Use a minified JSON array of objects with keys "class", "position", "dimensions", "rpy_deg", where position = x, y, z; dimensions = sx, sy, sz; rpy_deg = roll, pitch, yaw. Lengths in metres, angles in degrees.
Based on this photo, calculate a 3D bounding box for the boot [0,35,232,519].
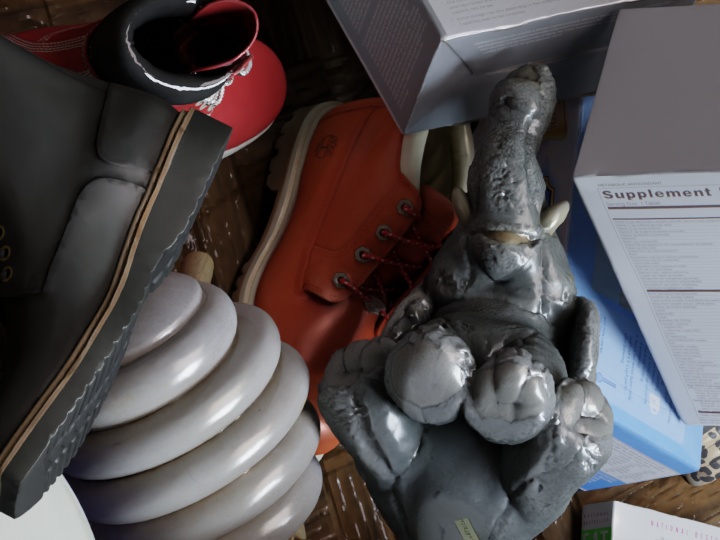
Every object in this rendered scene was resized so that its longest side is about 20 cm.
[{"class":"boot","position":[-0.154,-0.006,1.215],"dimensions":[0.138,0.078,0.201],"rpy_deg":[26,54,-1]}]

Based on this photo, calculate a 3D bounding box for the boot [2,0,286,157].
[{"class":"boot","position":[-0.072,-0.093,1.353],"dimensions":[0.199,0.144,0.073],"rpy_deg":[-6,83,-51]}]

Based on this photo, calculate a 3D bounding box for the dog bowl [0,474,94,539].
[{"class":"dog bowl","position":[-0.197,0.149,1.190],"dimensions":[0.200,0.079,0.201],"rpy_deg":[16,68,-46]}]

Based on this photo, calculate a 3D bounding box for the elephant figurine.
[{"class":"elephant figurine","position":[0.064,0.032,1.369],"dimensions":[0.141,0.155,0.200],"rpy_deg":[41,32,-17]}]

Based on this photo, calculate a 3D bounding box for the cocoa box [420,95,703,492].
[{"class":"cocoa box","position":[0.101,0.003,1.538],"dimensions":[0.133,0.131,0.201],"rpy_deg":[30,59,-41]}]

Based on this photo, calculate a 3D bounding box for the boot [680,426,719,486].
[{"class":"boot","position":[0.202,0.012,1.698],"dimensions":[0.151,0.073,0.200],"rpy_deg":[56,48,-22]}]

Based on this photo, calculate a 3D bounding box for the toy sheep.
[{"class":"toy sheep","position":[-0.083,0.065,1.312],"dimensions":[0.201,0.137,0.138],"rpy_deg":[58,43,-21]}]

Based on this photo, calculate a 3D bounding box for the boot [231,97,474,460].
[{"class":"boot","position":[0.000,0.000,1.443],"dimensions":[0.075,0.107,0.201],"rpy_deg":[33,59,-43]}]

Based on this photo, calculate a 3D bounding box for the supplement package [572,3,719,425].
[{"class":"supplement package","position":[0.193,-0.025,1.425],"dimensions":[0.200,0.113,0.110],"rpy_deg":[62,37,-45]}]

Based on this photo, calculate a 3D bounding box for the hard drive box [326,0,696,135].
[{"class":"hard drive box","position":[0.053,-0.180,1.470],"dimensions":[0.155,0.077,0.201],"rpy_deg":[-13,59,-26]}]

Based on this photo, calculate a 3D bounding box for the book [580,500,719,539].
[{"class":"book","position":[0.170,0.240,1.627],"dimensions":[0.133,0.048,0.201],"rpy_deg":[19,68,-41]}]
